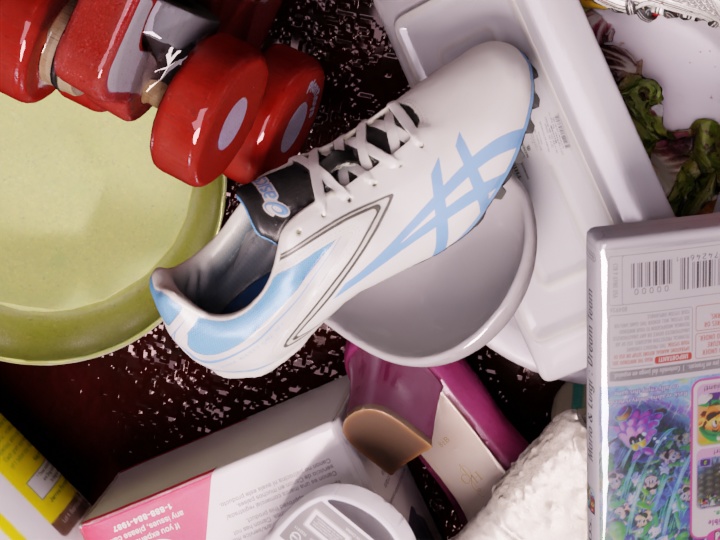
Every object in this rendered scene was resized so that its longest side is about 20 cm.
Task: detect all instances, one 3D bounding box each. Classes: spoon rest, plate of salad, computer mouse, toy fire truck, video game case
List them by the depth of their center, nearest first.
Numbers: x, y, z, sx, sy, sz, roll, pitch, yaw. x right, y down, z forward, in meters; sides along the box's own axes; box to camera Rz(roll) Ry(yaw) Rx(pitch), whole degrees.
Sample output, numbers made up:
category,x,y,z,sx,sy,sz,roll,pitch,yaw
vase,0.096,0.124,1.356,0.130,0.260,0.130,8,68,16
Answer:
category,x,y,z,sx,sy,sz,roll,pitch,yaw
toy fire truck,-0.069,-0.133,1.166,0.112,0.200,0.169,26,97,14
video game case,0.196,0.058,1.183,0.199,0.024,0.183,-7,112,-11
spoon rest,0.000,0.000,1.224,0.199,0.100,0.060,-6,153,45
plate of salad,0.114,-0.043,1.243,0.199,0.048,0.201,2,100,10
computer mouse,-0.036,0.177,1.256,0.110,0.044,0.200,40,112,5

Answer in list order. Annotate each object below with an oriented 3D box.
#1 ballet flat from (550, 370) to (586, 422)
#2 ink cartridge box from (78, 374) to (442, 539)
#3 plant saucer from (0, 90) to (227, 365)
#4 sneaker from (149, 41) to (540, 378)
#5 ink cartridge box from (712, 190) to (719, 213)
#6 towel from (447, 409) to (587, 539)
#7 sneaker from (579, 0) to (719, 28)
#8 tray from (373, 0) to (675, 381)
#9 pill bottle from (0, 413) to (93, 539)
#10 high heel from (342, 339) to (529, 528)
category,x,y,z,sx,sy,sz,roll,pitch,yaw
ballet flat,0.157,0.135,1.287,0.069,0.069,0.200,-36,98,17
ink cartridge box,-0.026,0.174,1.319,0.144,0.084,0.201,-23,100,15
plant saucer,-0.160,-0.054,1.304,0.199,0.031,0.201,2,106,8
sneaker,-0.006,-0.031,1.170,0.200,0.072,0.072,-41,136,6
ink cartridge box,0.237,-0.012,1.193,0.159,0.047,0.201,5,123,-14
towel,0.130,0.166,1.249,0.200,0.035,0.133,39,105,-10
sneaker,0.141,-0.140,1.204,0.200,0.078,0.082,40,103,8
tray,0.076,-0.053,1.206,0.107,0.022,0.201,-25,89,40
pill bottle,-0.231,0.093,1.317,0.109,0.109,0.200,-42,95,18
high heel,0.069,0.090,1.307,0.067,0.096,0.200,-27,123,31
